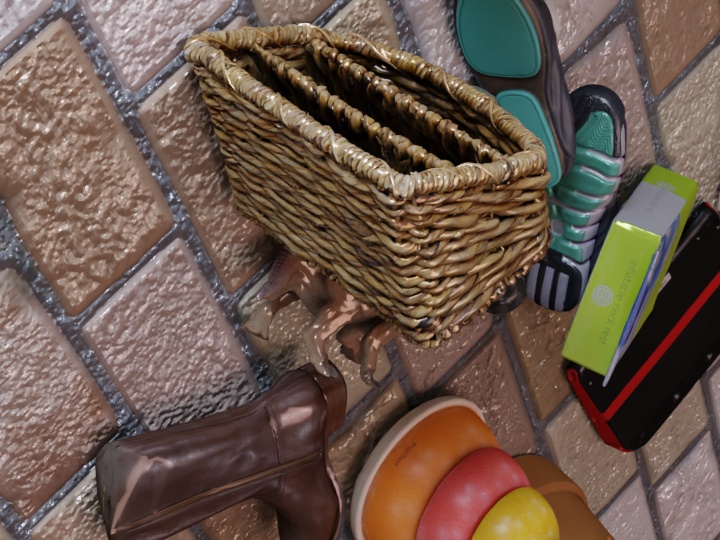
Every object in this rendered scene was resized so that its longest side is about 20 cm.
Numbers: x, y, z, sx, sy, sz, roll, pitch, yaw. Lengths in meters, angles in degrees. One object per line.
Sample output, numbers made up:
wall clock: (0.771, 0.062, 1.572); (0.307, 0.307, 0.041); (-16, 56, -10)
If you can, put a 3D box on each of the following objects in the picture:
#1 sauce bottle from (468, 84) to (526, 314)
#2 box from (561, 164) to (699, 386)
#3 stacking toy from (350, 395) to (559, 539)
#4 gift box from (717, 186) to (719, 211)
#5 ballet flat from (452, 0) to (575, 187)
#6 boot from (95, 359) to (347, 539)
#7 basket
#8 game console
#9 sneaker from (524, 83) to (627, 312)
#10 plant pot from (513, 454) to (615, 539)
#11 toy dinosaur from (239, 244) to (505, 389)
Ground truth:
sauce bottle: (0.087, -0.043, 1.385); (0.065, 0.065, 0.201); (-41, 142, -19)
box: (0.214, 0.001, 1.525); (0.200, 0.047, 0.123); (-41, 152, -65)
stacking toy: (0.102, 0.203, 1.485); (0.146, 0.199, 0.147); (-30, 138, -31)
gift box: (0.442, -0.115, 1.651); (0.199, 0.186, 0.186); (-33, 140, -28)
ballet flat: (0.112, -0.147, 1.340); (0.073, 0.073, 0.201); (-42, 137, -19)
boot: (-0.102, 0.165, 1.332); (0.199, 0.064, 0.188); (-24, 130, -37)
basket: (0.016, -0.081, 1.149); (0.142, 0.200, 0.150); (-38, 141, -21)
game console: (0.269, 0.055, 1.724); (0.200, 0.031, 0.177); (-50, 140, -10)
sneaker: (0.169, -0.068, 1.479); (0.088, 0.074, 0.201); (-46, 155, -46)
plant pot: (0.153, 0.280, 1.663); (0.199, 0.140, 0.201); (-29, 137, -32)
toy dinosaur: (0.000, 0.000, 1.305); (0.199, 0.086, 0.137); (17, 98, -41)
